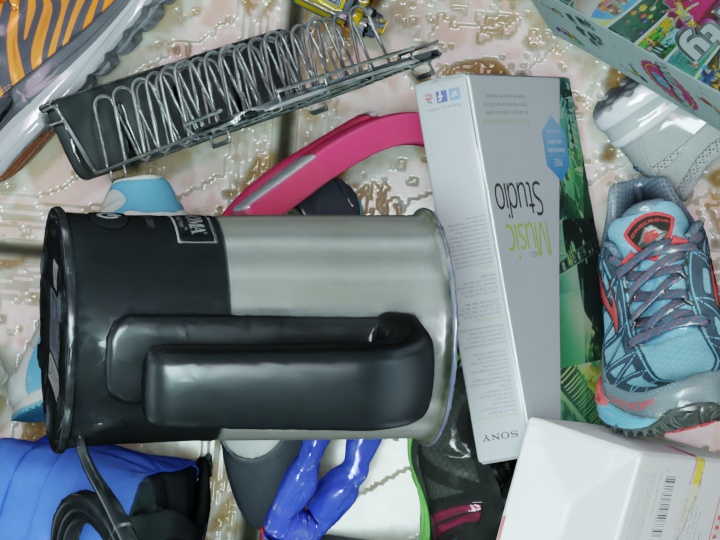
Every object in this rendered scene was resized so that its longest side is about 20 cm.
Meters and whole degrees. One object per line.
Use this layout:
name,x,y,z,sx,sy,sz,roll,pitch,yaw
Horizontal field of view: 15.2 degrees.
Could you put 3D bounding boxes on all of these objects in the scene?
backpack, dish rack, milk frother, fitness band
backpack,-0.173,0.167,1.417,0.167,0.200,0.163,7,89,2
dish rack,-0.059,-0.096,1.407,0.153,0.200,0.055,-22,95,-31
milk frother,-0.056,0.079,1.292,0.187,0.181,0.201,0,121,-12
fitness band,0.000,0.000,1.455,0.200,0.037,0.144,-34,106,-26

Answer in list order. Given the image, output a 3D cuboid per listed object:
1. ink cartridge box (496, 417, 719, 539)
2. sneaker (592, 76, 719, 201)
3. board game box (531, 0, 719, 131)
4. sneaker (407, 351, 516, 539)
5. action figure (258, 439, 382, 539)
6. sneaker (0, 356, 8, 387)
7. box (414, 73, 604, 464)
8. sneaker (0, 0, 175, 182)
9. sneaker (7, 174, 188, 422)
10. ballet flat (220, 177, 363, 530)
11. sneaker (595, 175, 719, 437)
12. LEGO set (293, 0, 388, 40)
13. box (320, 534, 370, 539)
ink cartridge box,0.138,0.145,1.424,0.067,0.200,0.117,16,91,27
sneaker,0.229,-0.109,1.487,0.200,0.075,0.082,-31,101,7
board game box,0.202,-0.154,1.421,0.148,0.064,0.200,-48,48,-7
sneaker,0.068,0.139,1.460,0.077,0.084,0.201,0,97,-40
action figure,-0.024,0.142,1.402,0.065,0.099,0.200,20,114,-31
sneaker,-0.281,0.099,1.492,0.200,0.090,0.075,-25,86,27
box,0.089,-0.004,1.442,0.036,0.144,0.201,-9,89,27
sneaker,-0.177,-0.153,1.490,0.112,0.078,0.200,43,90,2
sneaker,-0.136,0.023,1.444,0.076,0.200,0.081,-2,64,-32
ballet flat,-0.050,0.041,1.480,0.073,0.073,0.201,12,87,2
sneaker,0.150,0.014,1.405,0.079,0.200,0.096,-13,115,4
LEGO set,0.047,-0.192,1.438,0.116,0.200,0.154,26,69,1
box,0.010,0.246,1.436,0.041,0.156,0.201,2,89,-36
